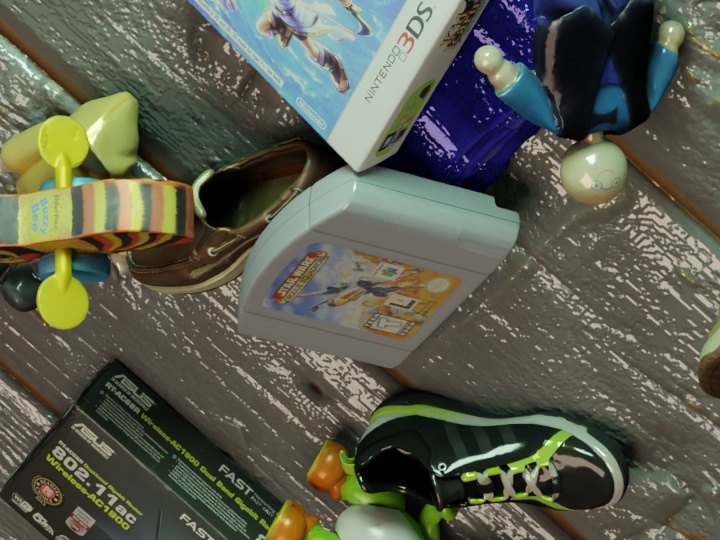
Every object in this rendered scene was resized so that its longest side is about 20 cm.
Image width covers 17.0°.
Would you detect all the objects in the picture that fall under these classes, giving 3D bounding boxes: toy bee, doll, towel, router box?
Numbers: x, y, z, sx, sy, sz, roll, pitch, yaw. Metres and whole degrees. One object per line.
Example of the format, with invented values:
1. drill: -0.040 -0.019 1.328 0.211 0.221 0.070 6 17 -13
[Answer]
1. toy bee: -0.209 -0.021 1.554 0.200 0.108 0.131 -35 62 30
2. doll: 0.127 -0.132 1.354 0.048 0.136 0.201 39 138 55
3. towel: 0.046 -0.122 1.458 0.148 0.050 0.200 40 135 -3
4. router box: -0.158 0.183 1.820 0.200 0.062 0.150 41 134 -2

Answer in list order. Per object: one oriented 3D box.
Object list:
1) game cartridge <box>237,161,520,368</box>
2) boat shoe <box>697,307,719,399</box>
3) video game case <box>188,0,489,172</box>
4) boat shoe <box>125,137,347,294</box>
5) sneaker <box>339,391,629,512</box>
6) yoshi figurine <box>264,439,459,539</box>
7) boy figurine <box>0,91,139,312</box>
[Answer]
1. game cartridge: 0.000 0.000 1.537 0.133 0.042 0.200 10 150 -21
2. boat shoe: 0.249 0.015 1.428 0.071 0.077 0.200 7 154 -8
3. video game case: -0.022 -0.189 1.414 0.200 0.045 0.182 45 134 14
4. boat shoe: -0.087 -0.043 1.576 0.202 0.075 0.075 -22 146 33
5. sneaker: 0.081 0.140 1.620 0.199 0.083 0.072 7 128 28
6. yoshi figurine: 0.036 0.209 1.690 0.200 0.112 0.113 34 129 0
7. boy figurine: -0.198 -0.049 1.662 0.124 0.064 0.200 44 138 -1
